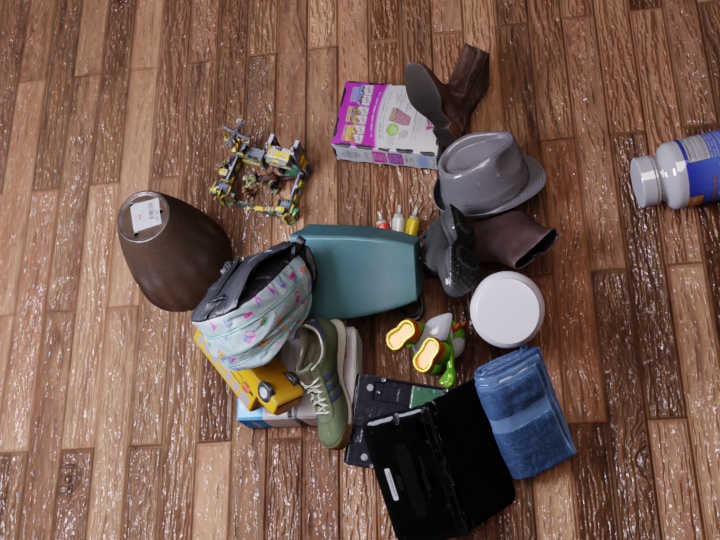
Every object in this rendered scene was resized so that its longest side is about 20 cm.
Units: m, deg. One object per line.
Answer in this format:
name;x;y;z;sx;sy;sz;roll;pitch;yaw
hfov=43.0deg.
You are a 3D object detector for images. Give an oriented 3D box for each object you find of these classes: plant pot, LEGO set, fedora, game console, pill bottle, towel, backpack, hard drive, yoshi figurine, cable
plant pot;0.000;0.000;1.499;0.196;0.141;0.144;-2;100;10
LEGO set;-0.184;-0.179;1.643;0.197;0.116;0.156;24;75;19
fedora;0.209;-0.175;1.550;0.197;0.091;0.178;-20;39;4
game console;0.121;0.293;1.396;0.173;0.116;0.204;-18;92;22
pill bottle;0.552;-0.165;1.503;0.196;0.112;0.114;-14;67;5
towel;0.247;0.217;1.374;0.110;0.203;0.049;-25;23;-4
backpack;-0.156;0.052;1.363;0.165;0.128;0.200;-22;19;34
pill bottle;0.227;0.060;1.416;0.113;0.200;0.118;0;89;10
plant pot;-0.337;-0.052;1.578;0.183;0.201;0.191;-4;67;9
hard drive;0.080;0.245;1.424;0.196;0.038;0.143;9;83;-8
yoshi figurine;0.107;0.129;1.440;0.110;0.199;0.115;-7;84;24
cable;0.060;-0.011;1.568;0.095;0.050;0.204;-7;68;10

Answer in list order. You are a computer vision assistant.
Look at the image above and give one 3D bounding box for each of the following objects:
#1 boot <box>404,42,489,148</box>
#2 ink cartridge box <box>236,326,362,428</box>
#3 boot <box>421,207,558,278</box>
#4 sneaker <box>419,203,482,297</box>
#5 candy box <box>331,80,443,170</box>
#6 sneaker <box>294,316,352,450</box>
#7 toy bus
boot;0.160;-0.345;1.596;0.063;0.187;0.202;5;53;36
ink cartridge box;-0.096;0.178;1.505;0.196;0.084;0.149;-3;69;9
boot;0.206;-0.035;1.499;0.198;0.073;0.166;-34;27;-10
sneaker;0.137;-0.017;1.448;0.090;0.076;0.201;-38;25;26
candy box;0.058;-0.264;1.662;0.196;0.061;0.139;8;70;14
sneaker;-0.066;0.170;1.395;0.066;0.089;0.204;-15;71;40
toy bus;-0.177;0.148;1.437;0.065;0.079;0.200;-17;56;-46
